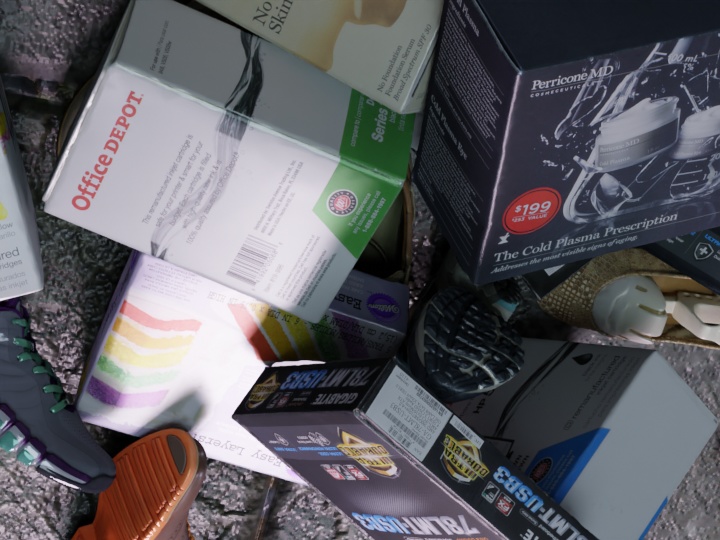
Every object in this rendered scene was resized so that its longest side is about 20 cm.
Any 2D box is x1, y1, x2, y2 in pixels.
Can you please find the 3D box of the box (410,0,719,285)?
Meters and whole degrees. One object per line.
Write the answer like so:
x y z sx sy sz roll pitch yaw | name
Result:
0.149 -0.106 1.467 0.199 0.104 0.183 -14 140 -19 | box

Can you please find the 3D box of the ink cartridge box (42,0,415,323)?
-0.085 -0.072 1.523 0.199 0.083 0.147 23 133 -12 | ink cartridge box

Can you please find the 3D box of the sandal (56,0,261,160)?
-0.128 -0.116 1.592 0.200 0.054 0.080 -41 117 14 | sandal

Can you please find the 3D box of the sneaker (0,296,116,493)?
-0.235 0.068 1.636 0.200 0.074 0.088 38 95 -7 | sneaker

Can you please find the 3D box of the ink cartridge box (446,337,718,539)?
0.127 0.128 1.665 0.084 0.200 0.146 47 67 -26 | ink cartridge box

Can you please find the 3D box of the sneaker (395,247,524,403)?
0.062 0.055 1.641 0.077 0.200 0.086 38 112 -4 | sneaker

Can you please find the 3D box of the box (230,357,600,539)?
0.035 0.138 1.559 0.198 0.200 0.050 44 69 -18 | box

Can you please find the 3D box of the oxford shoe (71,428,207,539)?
-0.149 0.179 1.720 0.073 0.072 0.200 2 143 -34 | oxford shoe

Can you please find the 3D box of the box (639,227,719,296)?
0.235 -0.084 1.636 0.199 0.046 0.159 30 107 -24 | box

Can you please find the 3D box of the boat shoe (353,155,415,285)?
0.000 0.000 1.668 0.075 0.074 0.201 -2 117 -10 | boat shoe

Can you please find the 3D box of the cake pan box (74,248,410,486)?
-0.081 0.058 1.650 0.199 0.053 0.185 18 136 -13 | cake pan box

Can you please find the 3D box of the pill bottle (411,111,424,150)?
0.076 -0.180 1.570 0.113 0.113 0.200 34 105 -24 | pill bottle

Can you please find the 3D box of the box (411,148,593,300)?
0.153 -0.099 1.664 0.200 0.049 0.160 -39 120 9 | box

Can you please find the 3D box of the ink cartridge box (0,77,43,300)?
-0.296 -0.087 1.523 0.144 0.145 0.201 -14 118 -4 | ink cartridge box

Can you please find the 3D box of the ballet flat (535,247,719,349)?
0.227 0.025 1.732 0.199 0.065 0.071 3 116 -13 | ballet flat

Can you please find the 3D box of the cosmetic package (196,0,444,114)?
-0.025 -0.190 1.506 0.199 0.071 0.106 28 106 15 | cosmetic package
